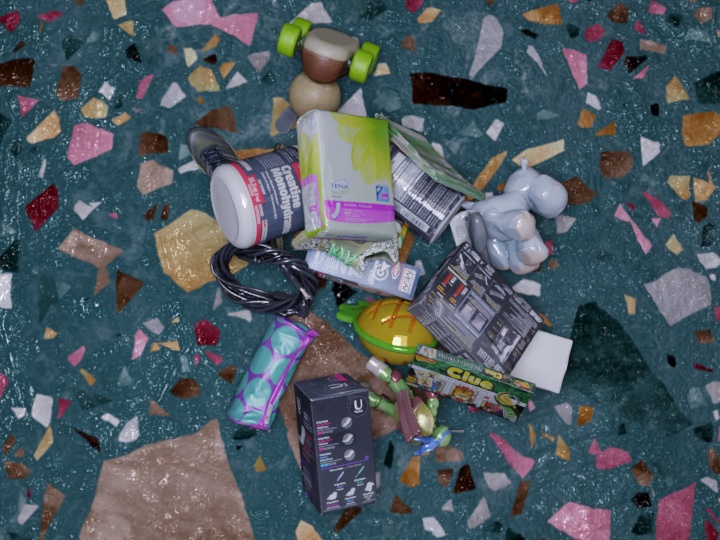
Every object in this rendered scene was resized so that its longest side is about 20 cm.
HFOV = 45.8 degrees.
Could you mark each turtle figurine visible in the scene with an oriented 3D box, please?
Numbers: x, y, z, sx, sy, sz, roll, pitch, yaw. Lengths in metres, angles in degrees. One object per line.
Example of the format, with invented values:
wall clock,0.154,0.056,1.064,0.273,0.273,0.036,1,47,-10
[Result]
turtle figurine,0.099,0.229,1.510,0.193,0.145,0.200,32,55,20

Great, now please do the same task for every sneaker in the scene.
sneaker,-0.018,-0.038,1.428,0.198,0.077,0.090,-5,70,-12
sneaker,-0.241,-0.182,1.513,0.074,0.081,0.200,-41,79,-5

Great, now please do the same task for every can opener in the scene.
can opener,0.204,-0.020,1.503,0.052,0.067,0.201,-22,127,-1

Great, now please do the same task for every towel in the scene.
towel,0.119,-0.197,1.475,0.023,0.152,0.200,-55,50,17

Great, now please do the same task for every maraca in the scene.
maraca,0.045,0.096,1.477,0.136,0.199,0.108,-7,115,-42

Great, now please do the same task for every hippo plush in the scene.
hippo plush,0.286,-0.100,1.539,0.199,0.160,0.161,26,61,39

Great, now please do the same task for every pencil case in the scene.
pencil case,-0.154,0.181,1.499,0.092,0.085,0.202,22,84,42

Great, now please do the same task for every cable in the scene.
cable,-0.172,0.013,1.482,0.198,0.164,0.051,22,52,6

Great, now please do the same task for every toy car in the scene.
toy car,-0.076,-0.326,1.533,0.163,0.158,0.202,20,115,1

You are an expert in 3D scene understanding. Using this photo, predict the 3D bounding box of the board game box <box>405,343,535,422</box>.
board game box,0.177,0.186,1.399,0.198,0.105,0.024,19,50,4

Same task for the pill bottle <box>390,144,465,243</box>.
pill bottle,0.074,-0.145,1.473,0.199,0.106,0.107,38,85,7

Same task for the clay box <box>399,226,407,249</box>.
clay box,0.041,-0.124,1.550,0.114,0.048,0.202,17,85,-2

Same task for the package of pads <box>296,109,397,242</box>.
package of pads,-0.024,-0.149,1.360,0.153,0.068,0.202,2,80,-37

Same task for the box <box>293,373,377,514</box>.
box,-0.044,0.293,1.460,0.105,0.122,0.202,-8,100,-18

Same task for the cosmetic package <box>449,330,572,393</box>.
cosmetic package,0.269,0.145,1.539,0.198,0.074,0.103,18,85,-5

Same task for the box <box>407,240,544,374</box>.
box,0.198,0.076,1.440,0.200,0.050,0.158,44,59,-6

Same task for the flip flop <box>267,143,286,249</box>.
flip flop,-0.138,-0.127,1.532,0.057,0.081,0.202,5,81,-18

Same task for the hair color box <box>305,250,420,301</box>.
hair color box,0.000,0.000,1.515,0.198,0.100,0.061,16,85,-2

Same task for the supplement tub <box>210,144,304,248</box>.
supplement tub,-0.136,-0.128,1.413,0.198,0.140,0.142,-20,88,-26
